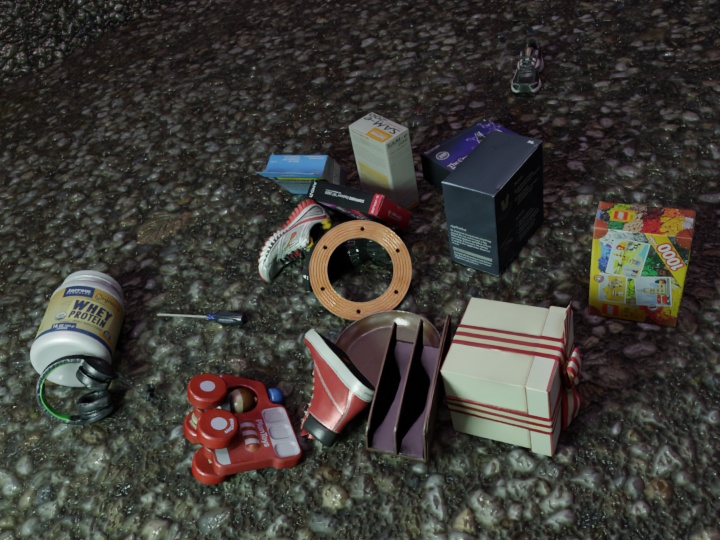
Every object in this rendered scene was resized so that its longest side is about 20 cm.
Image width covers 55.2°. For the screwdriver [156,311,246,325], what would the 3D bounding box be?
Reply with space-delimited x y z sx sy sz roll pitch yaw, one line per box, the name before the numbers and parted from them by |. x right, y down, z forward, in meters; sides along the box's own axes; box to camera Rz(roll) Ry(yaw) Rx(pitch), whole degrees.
screwdriver | -0.325 0.091 1.391 0.199 0.029 0.028 5 44 13

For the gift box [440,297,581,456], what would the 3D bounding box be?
gift box | 0.248 0.146 1.066 0.186 0.185 0.200 9 52 26

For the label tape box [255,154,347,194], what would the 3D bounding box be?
label tape box | -0.130 -0.226 1.573 0.144 0.200 0.064 4 83 18

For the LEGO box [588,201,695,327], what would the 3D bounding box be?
LEGO box | 0.470 -0.010 1.165 0.149 0.200 0.077 8 45 23

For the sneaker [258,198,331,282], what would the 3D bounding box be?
sneaker | -0.140 -0.056 1.450 0.082 0.078 0.200 37 84 18

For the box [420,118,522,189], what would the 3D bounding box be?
box | 0.261 -0.259 1.592 0.200 0.079 0.141 -31 42 -19

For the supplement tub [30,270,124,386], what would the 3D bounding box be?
supplement tub | -0.545 0.110 1.347 0.144 0.145 0.200 -10 42 4

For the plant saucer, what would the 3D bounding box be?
plant saucer | 0.047 0.152 1.226 0.200 0.032 0.201 -7 42 6

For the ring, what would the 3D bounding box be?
ring | 0.000 0.000 1.345 0.200 0.019 0.201 0 77 0

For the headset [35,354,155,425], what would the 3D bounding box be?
headset | -0.470 0.217 1.227 0.199 0.124 0.094 1 11 -18

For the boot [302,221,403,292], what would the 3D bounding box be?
boot | -0.014 -0.029 1.406 0.157 0.080 0.211 10 46 25

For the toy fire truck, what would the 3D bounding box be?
toy fire truck | -0.199 0.252 1.142 0.167 0.112 0.200 -2 37 -24

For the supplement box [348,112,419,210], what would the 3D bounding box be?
supplement box | 0.055 -0.231 1.521 0.073 0.200 0.126 -34 46 -22

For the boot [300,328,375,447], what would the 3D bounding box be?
boot | -0.072 0.198 1.161 0.144 0.072 0.200 -52 40 6

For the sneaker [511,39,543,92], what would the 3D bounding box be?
sneaker | 0.449 -0.553 1.859 0.080 0.086 0.200 0 44 18

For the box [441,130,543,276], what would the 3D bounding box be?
box | 0.267 -0.135 1.359 0.117 0.200 0.197 21 51 33

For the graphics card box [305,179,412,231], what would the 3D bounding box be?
graphics card box | -0.005 -0.141 1.486 0.200 0.125 0.051 19 88 35

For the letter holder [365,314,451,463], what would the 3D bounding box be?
letter holder | 0.077 0.173 1.075 0.100 0.142 0.200 10 57 11
